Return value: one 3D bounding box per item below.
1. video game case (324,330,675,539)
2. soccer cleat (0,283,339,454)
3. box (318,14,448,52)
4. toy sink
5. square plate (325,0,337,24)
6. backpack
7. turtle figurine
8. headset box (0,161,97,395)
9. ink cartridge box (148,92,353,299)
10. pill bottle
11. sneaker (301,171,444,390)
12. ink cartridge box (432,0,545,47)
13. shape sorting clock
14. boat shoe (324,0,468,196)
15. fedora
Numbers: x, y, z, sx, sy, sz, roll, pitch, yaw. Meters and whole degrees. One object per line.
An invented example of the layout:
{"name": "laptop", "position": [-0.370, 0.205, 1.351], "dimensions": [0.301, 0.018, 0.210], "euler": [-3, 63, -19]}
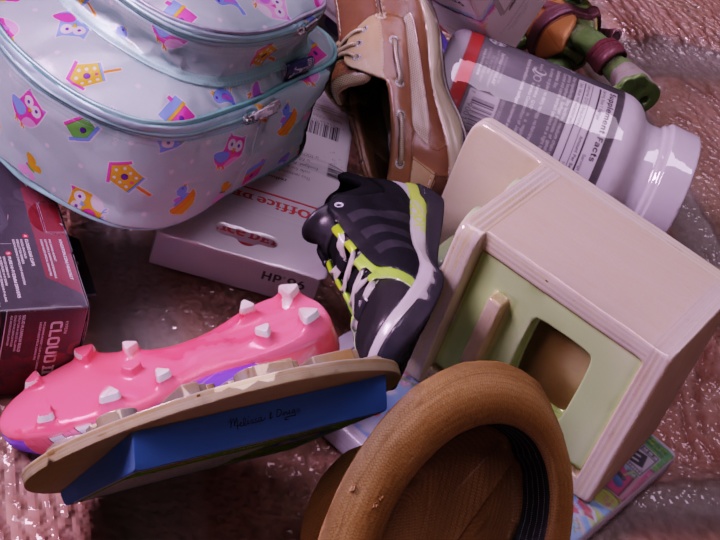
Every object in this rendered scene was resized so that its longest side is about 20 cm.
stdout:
{"name": "video game case", "position": [0.075, 0.096, 0.935], "dimensions": [0.200, 0.022, 0.182], "euler": [41, 43, 21]}
{"name": "soccer cleat", "position": [-0.104, 0.073, 0.848], "dimensions": [0.199, 0.077, 0.067], "euler": [-21, 34, -16]}
{"name": "box", "position": [-0.025, -0.175, 1.177], "dimensions": [0.199, 0.049, 0.118], "euler": [-2, 44, -24]}
{"name": "toy sink", "position": [0.106, 0.021, 0.916], "dimensions": [0.200, 0.131, 0.112], "euler": [37, 42, 18]}
{"name": "square plate", "position": [-0.050, -0.258, 1.144], "dimensions": [0.200, 0.028, 0.199], "euler": [35, 23, -34]}
{"name": "backpack", "position": [-0.126, -0.123, 0.890], "dimensions": [0.175, 0.154, 0.200], "euler": [36, 46, 14]}
{"name": "turtle figurine", "position": [0.148, -0.200, 1.206], "dimensions": [0.143, 0.200, 0.195], "euler": [-21, 56, -4]}
{"name": "headset box", "position": [-0.253, -0.002, 0.855], "dimensions": [0.199, 0.075, 0.149], "euler": [-3, 46, -27]}
{"name": "ink cartridge box", "position": [-0.073, -0.050, 0.996], "dimensions": [0.115, 0.068, 0.201], "euler": [16, 39, -7]}
{"name": "pill bottle", "position": [0.142, -0.093, 1.105], "dimensions": [0.199, 0.116, 0.116], "euler": [22, 39, -1]}
{"name": "sneaker", "position": [0.000, 0.000, 0.883], "dimensions": [0.082, 0.072, 0.200], "euler": [20, 26, -7]}
{"name": "ink cartridge box", "position": [0.060, -0.238, 1.094], "dimensions": [0.116, 0.068, 0.200], "euler": [34, -3, 21]}
{"name": "shape sorting clock", "position": [-0.075, 0.078, 0.759], "dimensions": [0.199, 0.200, 0.039], "euler": [-10, 79, -32]}
{"name": "boat shoe", "position": [0.014, -0.137, 1.019], "dimensions": [0.073, 0.076, 0.201], "euler": [-7, 69, -33]}
{"name": "fedora", "position": [0.030, 0.139, 0.787], "dimensions": [0.200, 0.202, 0.082], "euler": [-20, 20, -39]}
